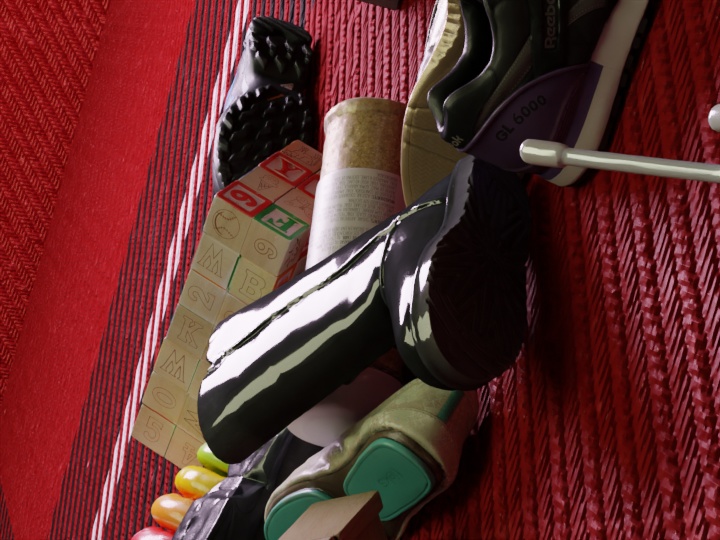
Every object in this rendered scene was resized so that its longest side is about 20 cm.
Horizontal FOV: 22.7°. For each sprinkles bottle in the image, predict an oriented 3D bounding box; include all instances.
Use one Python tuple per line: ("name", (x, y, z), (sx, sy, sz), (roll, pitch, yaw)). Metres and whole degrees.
("sprinkles bottle", (0.000, 0.000, 1.043), (0.068, 0.068, 0.202), (135, 146, -59))

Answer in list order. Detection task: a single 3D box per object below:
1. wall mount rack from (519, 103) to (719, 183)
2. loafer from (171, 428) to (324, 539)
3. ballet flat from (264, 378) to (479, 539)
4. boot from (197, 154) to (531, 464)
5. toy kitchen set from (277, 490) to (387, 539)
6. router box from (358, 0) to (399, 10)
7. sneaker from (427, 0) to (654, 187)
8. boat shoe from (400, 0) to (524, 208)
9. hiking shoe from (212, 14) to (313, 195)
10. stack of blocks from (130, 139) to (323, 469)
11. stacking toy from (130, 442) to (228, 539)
("wall mount rack", (0.135, -0.098, 0.670), (0.174, 0.074, 0.202), (176, 109, -73))
("loafer", (-0.042, 0.121, 1.074), (0.201, 0.072, 0.073), (-58, 20, -15))
("ballet flat", (0.010, 0.110, 0.961), (0.063, 0.067, 0.200), (-54, 7, -33))
("boot", (-0.011, 0.040, 0.896), (0.199, 0.066, 0.165), (-31, 19, 30))
("toy kitchen set", (0.036, 0.201, 0.783), (0.200, 0.179, 0.165), (-38, -69, -63))
("router box", (-0.072, -0.251, 1.268), (0.158, 0.198, 0.053), (-113, 38, -63))
("sneaker", (0.091, -0.145, 0.835), (0.076, 0.087, 0.202), (-150, 76, -73))
("boat shoe", (0.067, -0.115, 0.936), (0.065, 0.071, 0.202), (-50, -31, -70))
("hiking shoe", (-0.075, -0.106, 1.403), (0.087, 0.074, 0.201), (111, 174, -46))
("stack of blocks", (-0.075, 0.026, 1.197), (0.115, 0.058, 0.201), (-41, -22, -57))
("stacking toy", (-0.070, 0.133, 1.143), (0.202, 0.115, 0.110), (-64, 11, -12))
